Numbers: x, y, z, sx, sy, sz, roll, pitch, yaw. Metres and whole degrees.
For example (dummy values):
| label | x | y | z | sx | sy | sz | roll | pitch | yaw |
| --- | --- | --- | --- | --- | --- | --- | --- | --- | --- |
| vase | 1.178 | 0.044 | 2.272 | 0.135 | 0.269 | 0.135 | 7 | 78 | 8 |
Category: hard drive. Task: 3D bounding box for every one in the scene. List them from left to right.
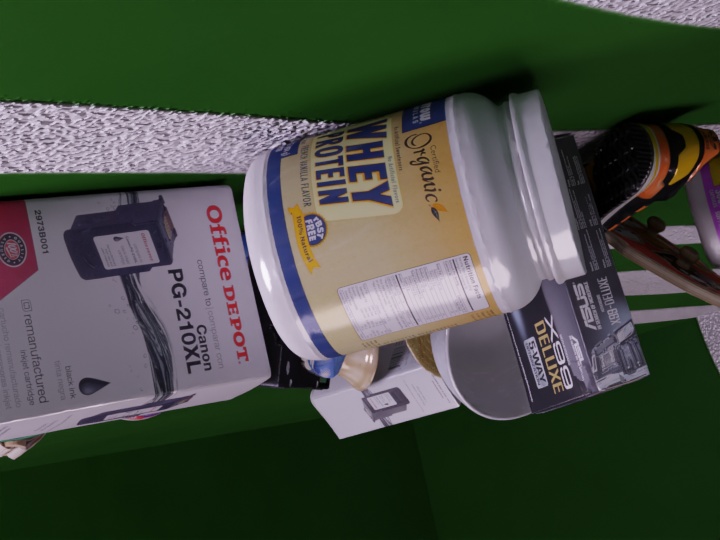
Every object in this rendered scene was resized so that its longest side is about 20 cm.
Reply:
| label | x | y | z | sx | sy | sz | roll | pitch | yaw |
| --- | --- | --- | --- | --- | --- | --- | --- | --- | --- |
| hard drive | -0.054 | 0.025 | 1.061 | 0.037 | 0.142 | 0.200 | 5 | 176 | 11 |

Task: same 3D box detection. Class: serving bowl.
| label | x | y | z | sx | sy | sz | roll | pitch | yaw |
| --- | --- | --- | --- | --- | --- | --- | --- | --- | --- |
| serving bowl | 0.138 | 0.036 | 1.246 | 0.198 | 0.203 | 0.066 | -6 | -161 | -36 |

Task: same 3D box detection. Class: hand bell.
| label | x | y | z | sx | sy | sz | roll | pitch | yaw |
| --- | --- | --- | --- | --- | --- | --- | --- | --- | --- |
| hand bell | -0.086 | 0.100 | 1.690 | 0.198 | 0.105 | 0.104 | 4 | 164 | -24 |

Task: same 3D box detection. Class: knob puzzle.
| label | x | y | z | sx | sy | sz | roll | pitch | yaw |
| --- | --- | --- | --- | --- | --- | --- | --- | --- | --- |
| knob puzzle | 0.295 | -0.022 | 1.264 | 0.219 | 0.219 | 0.031 | 4 | 120 | -59 |

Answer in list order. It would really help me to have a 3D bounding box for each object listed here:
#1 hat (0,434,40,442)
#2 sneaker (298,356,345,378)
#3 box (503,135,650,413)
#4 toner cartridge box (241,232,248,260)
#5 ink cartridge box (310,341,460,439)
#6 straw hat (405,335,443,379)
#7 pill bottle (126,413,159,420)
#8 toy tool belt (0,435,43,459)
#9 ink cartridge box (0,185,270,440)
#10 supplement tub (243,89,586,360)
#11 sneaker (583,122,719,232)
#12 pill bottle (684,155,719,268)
| label | x | y | z | sx | sy | sz | roll | pitch | yaw |
| --- | --- | --- | --- | --- | --- | --- | --- | --- | --- |
| hat | -0.295 | 0.025 | 1.065 | 0.163 | 0.178 | 0.201 | 2 | -143 | 9 |
| sneaker | 0.020 | 0.012 | 0.990 | 0.201 | 0.089 | 0.079 | -58 | -177 | 31 |
| box | 0.159 | 0.009 | 1.085 | 0.049 | 0.202 | 0.158 | -14 | 172 | -14 |
| toner cartridge box | -0.167 | 0.004 | 1.092 | 0.198 | 0.044 | 0.095 | -5 | 169 | -42 |
| ink cartridge box | 0.046 | 0.135 | 1.808 | 0.198 | 0.084 | 0.146 | -19 | -150 | 29 |
| straw hat | 0.117 | 0.006 | 1.326 | 0.199 | 0.203 | 0.085 | -10 | -150 | -20 |
| pill bottle | -0.192 | 0.074 | 1.254 | 0.110 | 0.113 | 0.200 | -8 | 169 | -28 |
| toy tool belt | -0.363 | 0.121 | 1.239 | 0.122 | 0.126 | 0.200 | -9 | -169 | 27 |
| ink cartridge box | -0.175 | 0.027 | 0.900 | 0.198 | 0.146 | 0.084 | -7 | 168 | -31 |
| supplement tub | 0.037 | -0.032 | 0.855 | 0.198 | 0.146 | 0.144 | -15 | 170 | 11 |
| sneaker | 0.227 | -0.071 | 1.111 | 0.089 | 0.071 | 0.200 | -6 | 167 | -19 |
| pill bottle | 0.409 | -0.077 | 1.215 | 0.198 | 0.105 | 0.104 | -18 | 169 | 19 |
